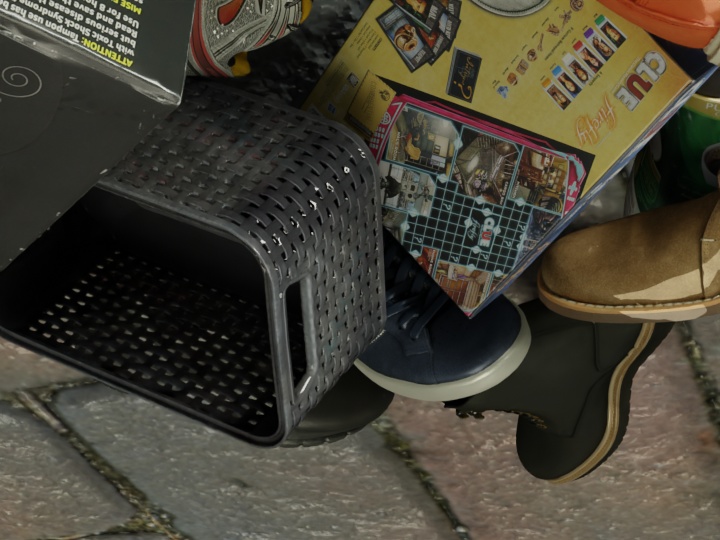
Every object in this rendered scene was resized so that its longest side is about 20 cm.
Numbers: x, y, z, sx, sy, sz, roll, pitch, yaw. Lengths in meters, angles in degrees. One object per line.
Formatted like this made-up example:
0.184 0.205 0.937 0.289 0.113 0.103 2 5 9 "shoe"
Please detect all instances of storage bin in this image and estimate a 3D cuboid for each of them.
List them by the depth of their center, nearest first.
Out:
-0.096 -0.017 0.875 0.200 0.094 0.135 21 136 26 "storage bin"

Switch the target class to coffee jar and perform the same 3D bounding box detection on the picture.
0.184 -0.073 0.848 0.104 0.085 0.200 3 147 3 "coffee jar"

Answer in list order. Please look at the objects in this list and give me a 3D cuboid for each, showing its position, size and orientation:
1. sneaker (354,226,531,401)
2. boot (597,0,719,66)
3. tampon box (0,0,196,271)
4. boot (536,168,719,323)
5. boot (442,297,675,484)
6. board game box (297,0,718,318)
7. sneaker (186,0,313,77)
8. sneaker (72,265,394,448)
0.000 0.000 0.932 0.200 0.075 0.085 23 152 42 "sneaker"
0.138 -0.179 0.675 0.107 0.075 0.200 22 118 4 "boot"
-0.146 -0.132 0.697 0.126 0.200 0.150 24 142 -27 "tampon box"
0.169 -0.029 0.792 0.200 0.074 0.075 -12 126 16 "boot"
0.088 0.069 1.037 0.138 0.077 0.200 -19 143 -27 "boot"
0.060 -0.082 0.821 0.136 0.035 0.200 48 139 7 "board game box"
-0.051 -0.148 0.785 0.082 0.078 0.200 12 156 -19 "sneaker"
-0.067 0.047 1.080 0.200 0.076 0.091 14 139 -18 "sneaker"
